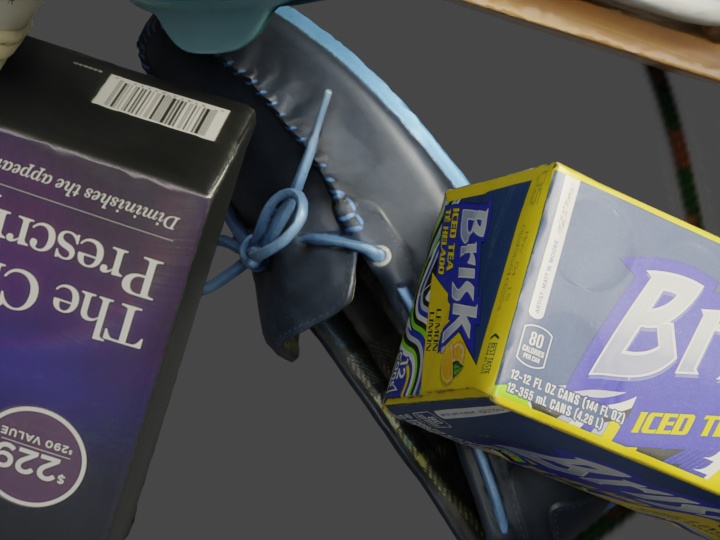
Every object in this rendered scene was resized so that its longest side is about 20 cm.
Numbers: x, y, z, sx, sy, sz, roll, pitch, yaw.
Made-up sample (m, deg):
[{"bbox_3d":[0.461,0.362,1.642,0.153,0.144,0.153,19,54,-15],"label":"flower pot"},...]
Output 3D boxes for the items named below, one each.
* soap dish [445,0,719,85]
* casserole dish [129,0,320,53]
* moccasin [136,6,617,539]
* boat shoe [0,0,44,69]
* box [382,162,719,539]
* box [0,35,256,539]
[{"bbox_3d":[0.068,-0.164,0.778,0.157,0.081,0.200,17,76,0],"label":"soap dish"},{"bbox_3d":[-0.018,-0.157,0.700,0.039,0.121,0.200,9,87,-38],"label":"casserole dish"},{"bbox_3d":[0.000,0.000,0.733,0.068,0.080,0.200,-40,81,-24],"label":"moccasin"},{"bbox_3d":[-0.094,-0.126,0.704,0.074,0.200,0.069,35,116,-24],"label":"boat shoe"},{"bbox_3d":[0.111,0.040,0.706,0.200,0.064,0.070,23,75,-23],"label":"box"},{"bbox_3d":[-0.147,-0.002,0.694,0.200,0.079,0.141,18,114,0],"label":"box"}]
